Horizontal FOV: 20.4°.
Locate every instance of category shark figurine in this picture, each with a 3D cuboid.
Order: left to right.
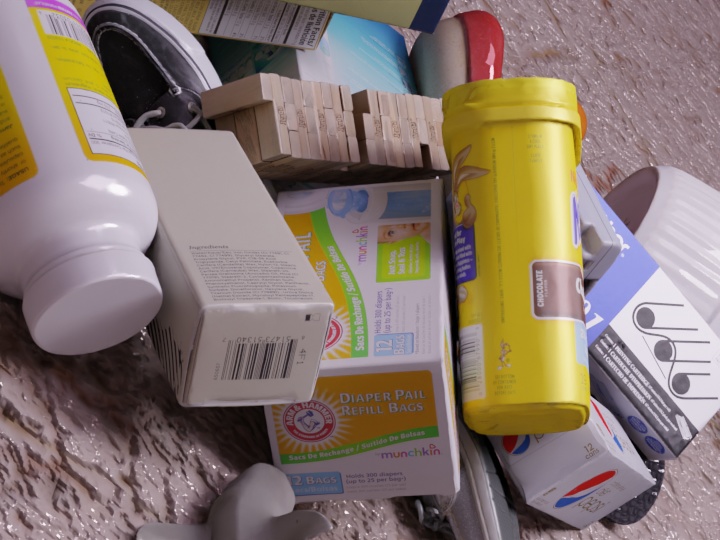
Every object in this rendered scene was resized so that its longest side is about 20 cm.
[{"bbox_3d":[-0.032,0.175,1.058,0.128,0.089,0.215,18,38,-49],"label":"shark figurine"}]

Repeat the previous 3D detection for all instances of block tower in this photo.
[{"bbox_3d":[-0.017,-0.089,1.317,0.200,0.054,0.058,3,75,-52],"label":"block tower"}]

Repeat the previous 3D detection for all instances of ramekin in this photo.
[{"bbox_3d":[0.230,0.009,1.626,0.105,0.200,0.200,36,27,-10],"label":"ramekin"}]

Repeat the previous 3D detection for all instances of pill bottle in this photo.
[{"bbox_3d":[-0.175,-0.055,1.106,0.104,0.104,0.200,18,41,-51],"label":"pill bottle"}]

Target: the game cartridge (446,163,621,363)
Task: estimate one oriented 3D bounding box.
[{"bbox_3d":[0.101,-0.007,1.411,0.040,0.200,0.133,-3,54,-36],"label":"game cartridge"}]

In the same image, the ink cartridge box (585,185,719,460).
[{"bbox_3d":[0.190,0.037,1.489,0.200,0.044,0.094,48,68,-11],"label":"ink cartridge box"}]

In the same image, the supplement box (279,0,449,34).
[{"bbox_3d":[-0.016,-0.288,1.318,0.200,0.200,0.134,10,45,-18],"label":"supplement box"}]

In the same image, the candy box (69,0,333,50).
[{"bbox_3d":[-0.124,-0.220,1.389,0.200,0.056,0.117,6,45,-24],"label":"candy box"}]

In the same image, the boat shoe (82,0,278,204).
[{"bbox_3d":[-0.122,-0.083,1.282,0.199,0.074,0.068,63,28,-11],"label":"boat shoe"}]

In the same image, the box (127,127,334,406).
[{"bbox_3d":[-0.088,-0.006,1.148,0.082,0.068,0.200,1,31,-22],"label":"box"}]

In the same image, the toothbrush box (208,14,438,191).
[{"bbox_3d":[-0.029,-0.125,1.483,0.146,0.085,0.200,33,30,-36],"label":"toothbrush box"}]

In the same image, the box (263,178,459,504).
[{"bbox_3d":[0.002,0.040,1.232,0.200,0.112,0.101,-88,172,-56],"label":"box"}]

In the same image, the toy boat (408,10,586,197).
[{"bbox_3d":[0.113,-0.106,1.566,0.131,0.131,0.200,-145,-140,-76],"label":"toy boat"}]

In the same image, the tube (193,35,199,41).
[{"bbox_3d":[-0.138,-0.193,1.440,0.058,0.052,0.200,6,39,-1],"label":"tube"}]

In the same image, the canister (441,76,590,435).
[{"bbox_3d":[0.099,-0.004,1.253,0.149,0.086,0.200,62,25,-78],"label":"canister"}]

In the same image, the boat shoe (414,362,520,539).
[{"bbox_3d":[0.051,0.122,1.320,0.202,0.065,0.074,69,10,23],"label":"boat shoe"}]

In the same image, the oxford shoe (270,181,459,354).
[{"bbox_3d":[0.000,0.000,1.395,0.200,0.058,0.075,42,28,-15],"label":"oxford shoe"}]

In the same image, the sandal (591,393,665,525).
[{"bbox_3d":[0.167,0.100,1.533,0.200,0.075,0.045,60,-12,4],"label":"sandal"}]

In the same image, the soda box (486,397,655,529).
[{"bbox_3d":[0.148,0.129,1.394,0.064,0.068,0.200,60,8,19],"label":"soda box"}]
